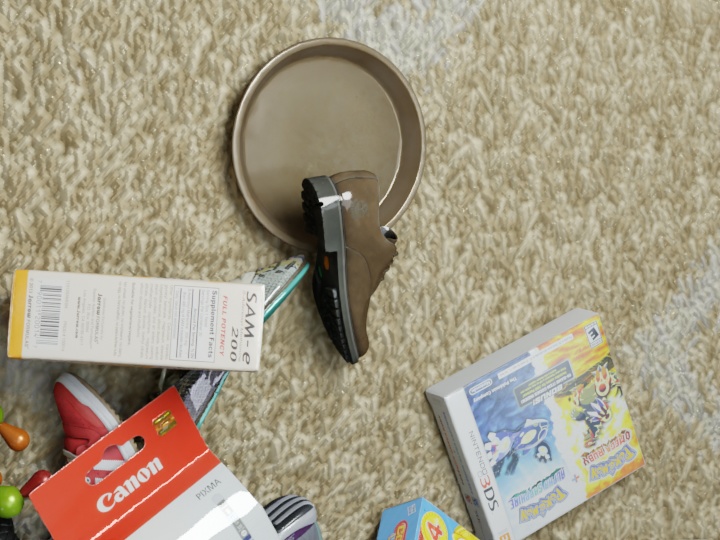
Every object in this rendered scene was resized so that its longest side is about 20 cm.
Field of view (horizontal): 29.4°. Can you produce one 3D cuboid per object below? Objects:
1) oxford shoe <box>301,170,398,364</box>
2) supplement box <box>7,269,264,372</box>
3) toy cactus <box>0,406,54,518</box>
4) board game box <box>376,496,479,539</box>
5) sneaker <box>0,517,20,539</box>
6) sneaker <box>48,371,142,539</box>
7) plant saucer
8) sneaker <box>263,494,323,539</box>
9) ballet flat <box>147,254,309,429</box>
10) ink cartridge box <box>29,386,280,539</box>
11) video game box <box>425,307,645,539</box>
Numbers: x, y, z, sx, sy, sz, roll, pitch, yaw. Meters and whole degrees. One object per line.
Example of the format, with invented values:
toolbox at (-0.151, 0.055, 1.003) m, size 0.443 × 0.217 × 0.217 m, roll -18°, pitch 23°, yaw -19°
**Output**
oxford shoe at (0.000, 0.000, 1.260) m, size 0.084 × 0.073 × 0.200 m, roll -16°, pitch 127°, yaw -19°
supplement box at (-0.181, 0.043, 1.137) m, size 0.200 × 0.126 × 0.074 m, roll 4°, pitch 85°, yaw -6°
toy cactus at (-0.363, 0.146, 1.110) m, size 0.165 × 0.102 × 0.200 m, roll -42°, pitch 105°, yaw 0°
board game box at (0.088, 0.354, 1.317) m, size 0.196 × 0.056 × 0.200 m, roll 40°, pitch 44°, yaw -28°
sneaker at (-0.299, 0.274, 1.169) m, size 0.200 × 0.104 × 0.060 m, roll 39°, pitch 41°, yaw 9°
sneaker at (-0.241, 0.194, 1.191) m, size 0.112 × 0.071 × 0.200 m, roll -34°, pitch 111°, yaw -22°
plant saucer at (-0.031, -0.116, 1.283) m, size 0.200 × 0.029 × 0.201 m, roll -3°, pitch 96°, yaw -26°
sneaker at (-0.111, 0.296, 1.267) m, size 0.200 × 0.074 × 0.088 m, roll -32°, pitch 113°, yaw -20°
ballet flat at (-0.125, 0.054, 1.238) m, size 0.072 × 0.072 × 0.200 m, roll 40°, pitch 77°, yaw -24°
ink cartridge box at (-0.161, 0.224, 1.159) m, size 0.160 × 0.047 × 0.200 m, roll -37°, pitch 112°, yaw -29°
video game box at (0.183, 0.163, 1.410) m, size 0.200 × 0.047 × 0.183 m, roll -27°, pitch 109°, yaw -21°
